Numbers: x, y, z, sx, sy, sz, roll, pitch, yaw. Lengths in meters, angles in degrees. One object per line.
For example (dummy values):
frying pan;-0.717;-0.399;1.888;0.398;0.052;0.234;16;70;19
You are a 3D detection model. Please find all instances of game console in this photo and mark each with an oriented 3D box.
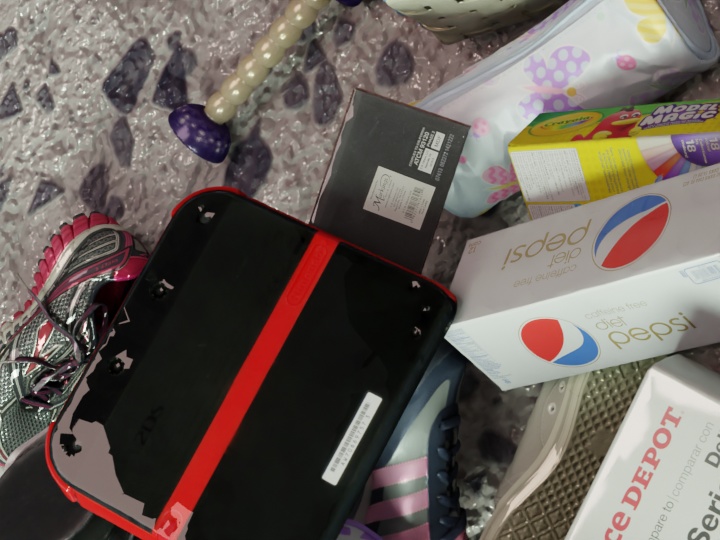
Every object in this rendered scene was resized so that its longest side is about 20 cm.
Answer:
game console;-0.064;0.064;1.015;0.176;0.031;0.201;25;79;15

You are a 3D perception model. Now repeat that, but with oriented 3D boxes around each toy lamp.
toy lamp;-0.056;-0.163;1.272;0.200;0.058;0.058;-47;54;19

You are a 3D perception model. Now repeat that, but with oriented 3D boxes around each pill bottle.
pill bottle;-0.139;0.191;1.109;0.111;0.200;0.112;-18;43;17

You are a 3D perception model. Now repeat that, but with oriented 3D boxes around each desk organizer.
desk organizer;0.000;0.000;1.084;0.071;0.077;0.201;19;93;3

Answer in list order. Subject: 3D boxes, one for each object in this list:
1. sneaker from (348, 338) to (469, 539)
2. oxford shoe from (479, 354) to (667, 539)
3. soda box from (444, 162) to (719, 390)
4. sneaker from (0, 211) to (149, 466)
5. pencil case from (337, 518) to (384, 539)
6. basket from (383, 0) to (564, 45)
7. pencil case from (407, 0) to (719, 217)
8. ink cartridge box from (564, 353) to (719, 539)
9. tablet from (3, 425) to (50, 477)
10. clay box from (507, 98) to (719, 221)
sneaker;0.041;0.137;1.079;0.082;0.070;0.201;24;109;24
oxford shoe;0.117;0.114;1.059;0.201;0.075;0.058;-68;23;10
soda box;0.137;0.005;0.980;0.200;0.064;0.068;-17;41;44
sneaker;-0.222;0.057;1.340;0.075;0.080;0.201;35;102;37
pencil case;-0.036;0.236;1.053;0.084;0.085;0.201;33;119;18
basket;0.056;-0.253;1.133;0.139;0.176;0.201;-19;80;19
pencil case;0.116;-0.111;1.095;0.200;0.091;0.083;-34;57;30
ink cartridge box;0.207;0.151;0.913;0.199;0.087;0.146;29;98;17
tablet;-0.163;0.116;1.185;0.014;0.200;0.130;34;132;19
clay box;0.188;-0.034;1.007;0.199;0.048;0.115;-1;120;38
